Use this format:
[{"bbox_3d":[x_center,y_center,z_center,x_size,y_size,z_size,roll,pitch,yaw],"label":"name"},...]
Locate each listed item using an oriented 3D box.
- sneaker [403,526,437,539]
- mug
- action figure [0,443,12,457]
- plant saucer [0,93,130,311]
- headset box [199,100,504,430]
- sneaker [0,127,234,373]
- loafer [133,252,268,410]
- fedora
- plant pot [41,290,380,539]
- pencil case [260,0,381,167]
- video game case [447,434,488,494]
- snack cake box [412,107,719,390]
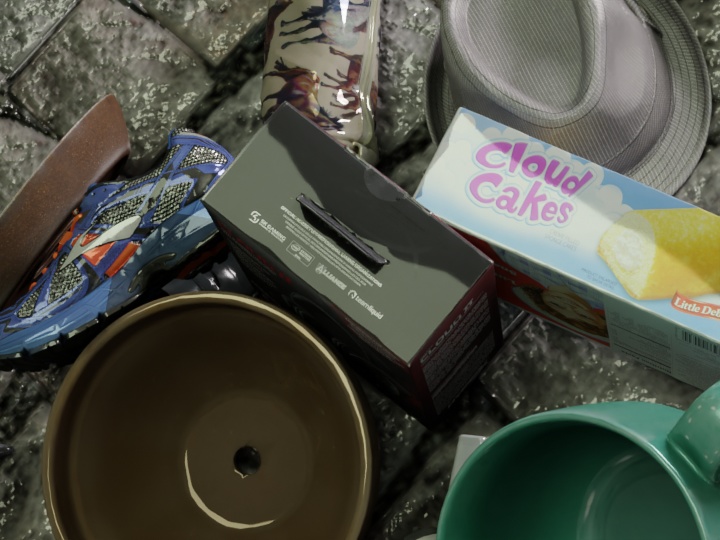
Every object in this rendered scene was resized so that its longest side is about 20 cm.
[{"bbox_3d":[-0.008,0.238,1.053,0.200,0.066,0.091,-43,59,11],"label":"sneaker"},{"bbox_3d":[0.142,0.137,0.919,0.185,0.114,0.153,-15,81,36],"label":"mug"},{"bbox_3d":[-0.326,0.155,1.208,0.193,0.105,0.200,-37,35,9],"label":"action figure"},{"bbox_3d":[-0.206,-0.023,1.198,0.034,0.200,0.200,38,85,-4],"label":"plant saucer"},{"bbox_3d":[0.000,0.000,1.062,0.149,0.200,0.077,38,82,14],"label":"headset box"},{"bbox_3d":[-0.149,-0.009,1.119,0.200,0.075,0.079,-35,77,-6],"label":"sneaker"},{"bbox_3d":[-0.098,0.024,1.184,0.068,0.070,0.201,34,84,29],"label":"loafer"},{"bbox_3d":[0.115,-0.125,1.149,0.176,0.090,0.201,-24,62,12],"label":"fedora"},{"bbox_3d":[-0.078,0.114,1.113,0.200,0.093,0.202,-1,87,16],"label":"plant pot"},{"bbox_3d":[-0.019,-0.153,1.221,0.089,0.078,0.201,-14,63,38],"label":"pencil case"},{"bbox_3d":[0.067,0.204,1.003,0.018,0.143,0.201,3,70,27],"label":"video game case"},{"bbox_3d":[0.135,-0.006,1.059,0.199,0.115,0.067,24,79,16],"label":"snack cake box"}]
